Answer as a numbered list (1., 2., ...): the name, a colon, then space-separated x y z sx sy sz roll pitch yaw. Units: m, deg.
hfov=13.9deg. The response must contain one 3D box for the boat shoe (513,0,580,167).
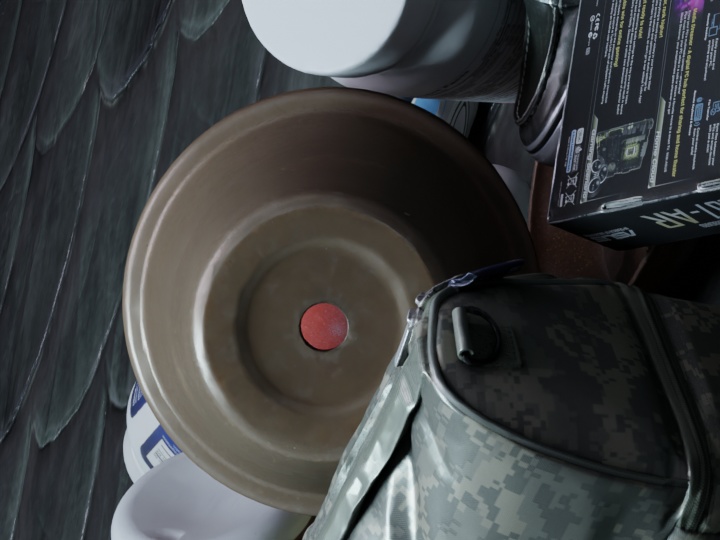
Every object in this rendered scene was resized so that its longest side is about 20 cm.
1. boat shoe: 0.095 -0.150 1.366 0.072 0.071 0.201 -157 80 -74

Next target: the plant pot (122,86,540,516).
1. plant pot: -0.015 0.021 1.307 0.175 0.199 0.201 -76 1 -85

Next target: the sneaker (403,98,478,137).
1. sneaker: 0.024 -0.038 1.651 0.072 0.072 0.201 137 142 -60

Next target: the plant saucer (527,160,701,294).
1. plant saucer: 0.131 -0.062 1.364 0.200 0.036 0.201 -167 90 -74

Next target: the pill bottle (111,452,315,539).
1. pill bottle: -0.053 0.195 1.533 0.109 0.109 0.201 -106 0 -60

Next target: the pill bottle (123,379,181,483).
1. pill bottle: -0.082 0.083 1.839 0.200 0.110 0.111 133 147 -59

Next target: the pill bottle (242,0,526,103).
1. pill bottle: 0.034 -0.140 1.435 0.113 0.200 0.114 1 91 31

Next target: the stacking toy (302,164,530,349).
1. stacking toy: 0.000 0.000 1.558 0.199 0.146 0.146 -27 36 16

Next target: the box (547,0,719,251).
1. box: 0.156 -0.118 1.229 0.160 0.043 0.201 -13 63 53

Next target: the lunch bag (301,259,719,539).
1. lunch bag: 0.067 0.099 1.183 0.140 0.167 0.200 -105 33 -43
